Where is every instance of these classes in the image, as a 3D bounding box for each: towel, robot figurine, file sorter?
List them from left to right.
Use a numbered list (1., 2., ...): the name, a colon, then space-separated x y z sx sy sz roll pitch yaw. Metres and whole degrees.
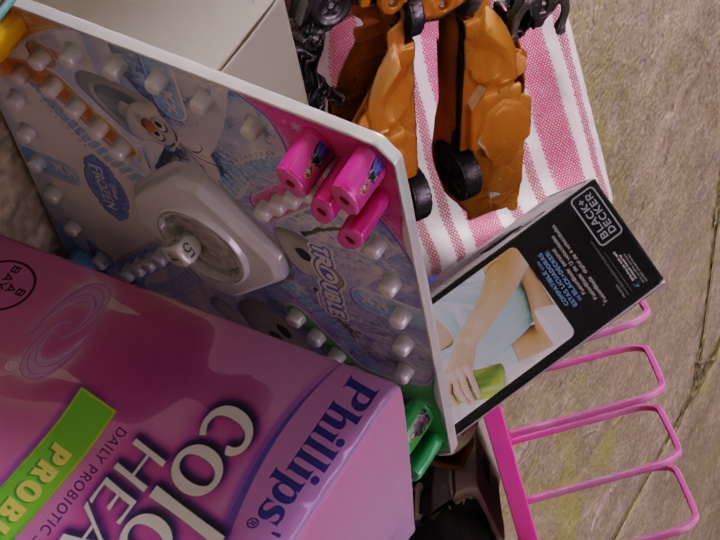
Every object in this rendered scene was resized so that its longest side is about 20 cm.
1. robot figurine: 0.024 -0.092 0.770 0.144 0.058 0.201 -24 139 -20
2. towel: 0.034 -0.071 0.876 0.199 0.030 0.147 -21 102 -21
3. file sorter: 0.141 0.079 1.157 0.139 0.124 0.202 -88 162 -78

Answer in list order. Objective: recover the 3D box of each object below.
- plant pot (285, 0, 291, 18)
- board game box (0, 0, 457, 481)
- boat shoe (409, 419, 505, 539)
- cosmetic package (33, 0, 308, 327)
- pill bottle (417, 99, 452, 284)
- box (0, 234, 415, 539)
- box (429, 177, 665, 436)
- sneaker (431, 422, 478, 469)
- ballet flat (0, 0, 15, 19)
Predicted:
1. plant pot: -0.012 -0.201 0.781 0.201 0.092 0.202 -47 147 -44
2. board game box: -0.062 -0.009 0.671 0.026 0.199 0.201 -54 153 -27
3. boat shoe: 0.052 0.148 1.254 0.200 0.092 0.075 -77 143 -69
4. cosmetic package: -0.074 -0.041 0.745 0.073 0.103 0.201 -52 153 -27
5. pill bottle: 0.000 0.000 0.942 0.201 0.111 0.112 -70 158 -5
6. box: -0.107 0.102 0.658 0.176 0.199 0.097 -53 152 -35
7. box: 0.039 0.041 0.822 0.199 0.060 0.117 -35 -179 -6
8. sneaker: 0.038 0.069 1.122 0.073 0.084 0.200 -60 154 -20
9. ballet flat: -0.182 -0.051 0.558 0.201 0.069 0.070 -64 157 -22
